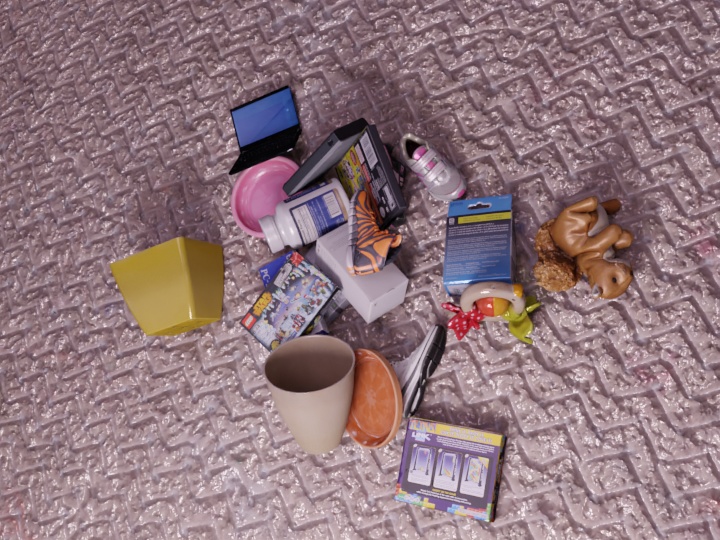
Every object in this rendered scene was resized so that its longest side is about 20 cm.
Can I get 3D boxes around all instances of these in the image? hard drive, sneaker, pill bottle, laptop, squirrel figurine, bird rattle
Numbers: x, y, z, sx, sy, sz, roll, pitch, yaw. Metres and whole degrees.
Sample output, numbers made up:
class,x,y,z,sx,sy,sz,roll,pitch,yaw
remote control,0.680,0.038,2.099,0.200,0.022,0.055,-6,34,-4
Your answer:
class,x,y,z,sx,sy,sz,roll,pitch,yaw
hard drive,-0.077,-0.250,1.770,0.033,0.139,0.200,50,127,1
sneaker,0.093,0.190,1.655,0.114,0.076,0.203,20,78,31
pill bottle,-0.121,-0.117,1.779,0.197,0.111,0.112,-25,66,-7
laptop,-0.240,-0.339,1.922,0.175,0.104,0.201,-19,26,17
sneaker,0.069,-0.200,1.778,0.085,0.080,0.203,-17,80,-13
squirrel figurine,0.437,-0.025,1.564,0.198,0.141,0.190,-24,77,29
sneaker,0.033,-0.081,1.667,0.110,0.078,0.203,-7,62,18
bird rattle,0.256,0.065,1.586,0.196,0.164,0.114,9,59,14
sneaker,0.147,-0.227,1.745,0.200,0.088,0.082,43,93,26

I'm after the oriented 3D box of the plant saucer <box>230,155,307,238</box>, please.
class,x,y,z,sx,sy,sz,roll,pitch,yaw
plant saucer,-0.210,-0.170,1.895,0.197,0.051,0.204,-7,72,20

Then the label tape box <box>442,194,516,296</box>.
class,x,y,z,sx,sy,sz,roll,pitch,yaw
label tape box,0.250,-0.052,1.662,0.141,0.066,0.203,-5,58,21

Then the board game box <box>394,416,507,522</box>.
class,x,y,z,sx,sy,sz,roll,pitch,yaw
board game box,0.177,0.389,1.574,0.197,0.057,0.168,7,76,24

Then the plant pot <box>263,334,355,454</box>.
class,x,y,z,sx,sy,sz,roll,pitch,yaw
plant pot,-0.094,0.269,1.634,0.184,0.203,0.188,-4,31,2

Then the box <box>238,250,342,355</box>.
class,x,y,z,sx,sy,sz,roll,pitch,yaw
box,-0.150,0.078,1.710,0.136,0.040,0.201,37,89,26

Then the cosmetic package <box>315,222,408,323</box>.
class,x,y,z,sx,sy,sz,roll,pitch,yaw
cosmetic package,0.000,0.000,1.720,0.107,0.085,0.201,-27,62,-25

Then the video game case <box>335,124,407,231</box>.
class,x,y,z,sx,sy,sz,roll,pitch,yaw
video game case,0.020,-0.182,1.744,0.181,0.025,0.203,-45,61,55

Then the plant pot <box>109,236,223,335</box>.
class,x,y,z,sx,sy,sz,roll,pitch,yaw
plant pot,-0.428,0.048,1.850,0.197,0.200,0.179,-19,79,16

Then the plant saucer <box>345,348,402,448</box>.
class,x,y,z,sx,sy,sz,roll,pitch,yaw
plant saucer,0.019,0.261,1.643,0.199,0.032,0.204,3,94,51

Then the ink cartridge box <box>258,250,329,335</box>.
class,x,y,z,sx,sy,sz,roll,pitch,yaw
ink cartridge box,-0.147,0.068,1.760,0.093,0.044,0.202,-27,67,11

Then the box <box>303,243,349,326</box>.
class,x,y,z,sx,sy,sz,roll,pitch,yaw
box,-0.123,0.067,1.797,0.200,0.041,0.156,-45,64,4
